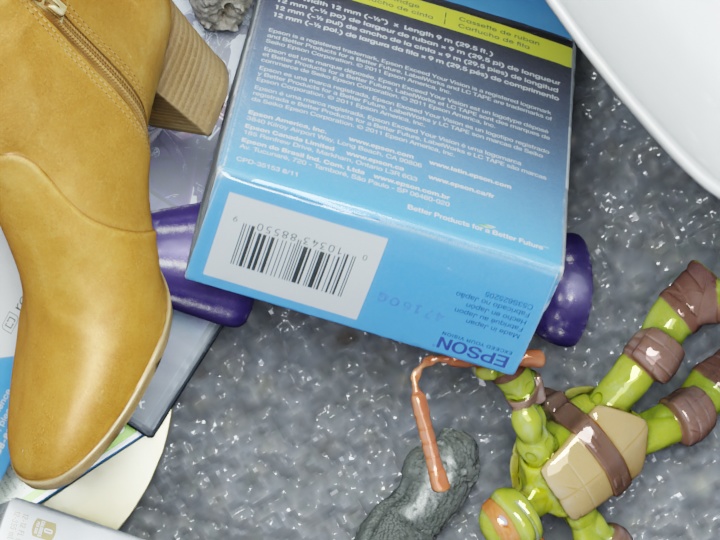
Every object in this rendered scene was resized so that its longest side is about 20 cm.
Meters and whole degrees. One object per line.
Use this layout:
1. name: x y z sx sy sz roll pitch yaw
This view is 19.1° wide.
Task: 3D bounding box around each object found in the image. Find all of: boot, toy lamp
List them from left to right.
1. boot: -0.126 -0.035 0.791 0.070 0.144 0.203 4 68 37
2. toy lamp: 0.000 0.000 0.929 0.198 0.058 0.059 4 91 -18

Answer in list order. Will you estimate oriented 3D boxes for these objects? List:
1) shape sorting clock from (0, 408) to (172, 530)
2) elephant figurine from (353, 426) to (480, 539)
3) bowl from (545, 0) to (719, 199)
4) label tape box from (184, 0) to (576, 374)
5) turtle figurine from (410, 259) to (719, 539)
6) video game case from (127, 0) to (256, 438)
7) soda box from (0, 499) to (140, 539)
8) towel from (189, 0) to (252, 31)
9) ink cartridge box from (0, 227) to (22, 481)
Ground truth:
1. shape sorting clock: -0.183 0.050 0.961 0.198 0.039 0.202 1 82 -6
2. elephant figurine: 0.006 0.194 0.929 0.199 0.141 0.156 -26 120 -15
3. bowl: 0.146 -0.143 0.742 0.199 0.075 0.200 -38 93 0
4. label tape box: 0.014 -0.060 0.911 0.142 0.201 0.066 16 128 -6
5. turtle figurine: 0.111 0.082 0.941 0.161 0.064 0.201 -37 111 -11
6. video game case: -0.099 -0.048 0.954 0.142 0.019 0.201 33 82 -1
7. soda box: -0.148 0.201 0.882 0.068 0.064 0.201 19 76 -14
8. towel: -0.068 -0.187 0.867 0.034 0.200 0.133 -14 78 -11
9. ink cartridge box: -0.206 -0.015 0.837 0.200 0.084 0.145 34 79 -38
